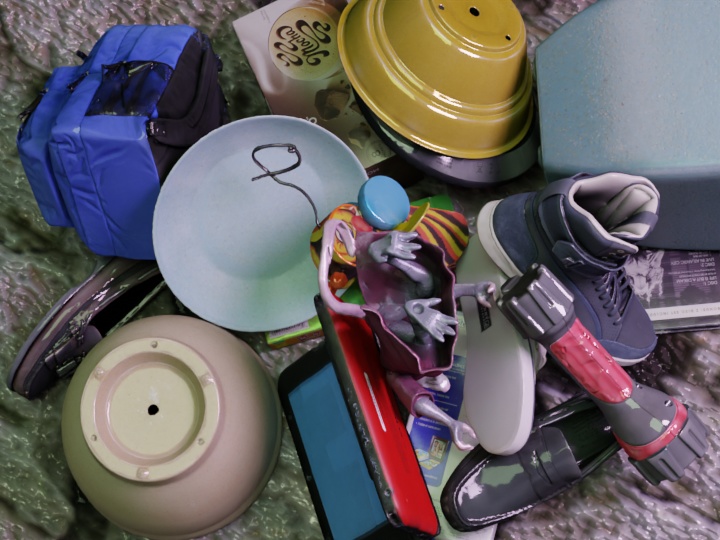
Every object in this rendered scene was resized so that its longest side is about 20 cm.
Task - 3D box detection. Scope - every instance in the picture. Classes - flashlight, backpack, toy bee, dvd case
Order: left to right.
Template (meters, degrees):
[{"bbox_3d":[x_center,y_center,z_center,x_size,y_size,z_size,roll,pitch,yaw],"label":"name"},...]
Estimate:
[{"bbox_3d":[-0.212,-0.136,1.289,0.166,0.164,0.201,8,45,11],"label":"backpack"},{"bbox_3d":[-0.002,-0.019,1.189,0.197,0.131,0.110,7,61,-6],"label":"toy bee"},{"bbox_3d":[0.194,0.082,1.125,0.068,0.068,0.200,-36,103,31],"label":"flashlight"},{"bbox_3d":[0.250,-0.039,1.283,0.147,0.016,0.203,-6,70,5],"label":"dvd case"}]

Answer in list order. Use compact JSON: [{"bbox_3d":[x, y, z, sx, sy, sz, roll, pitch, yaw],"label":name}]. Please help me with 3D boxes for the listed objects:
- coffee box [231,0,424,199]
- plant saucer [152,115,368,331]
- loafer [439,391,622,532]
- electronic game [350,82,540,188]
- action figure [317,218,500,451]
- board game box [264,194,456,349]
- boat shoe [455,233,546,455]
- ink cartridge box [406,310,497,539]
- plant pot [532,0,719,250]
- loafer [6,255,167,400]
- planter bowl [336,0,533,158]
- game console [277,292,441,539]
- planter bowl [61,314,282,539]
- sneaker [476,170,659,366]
[{"bbox_3d":[-0.030,-0.161,1.331,0.112,0.080,0.202,-24,70,0],"label":"coffee box"},{"bbox_3d":[-0.087,-0.045,1.238,0.199,0.202,0.039,-28,27,-2],"label":"plant saucer"},{"bbox_3d":[0.155,0.154,1.176,0.199,0.070,0.069,-29,92,-19],"label":"loafer"},{"bbox_3d":[0.082,-0.160,1.290,0.198,0.042,0.202,15,51,-19],"label":"electronic game"},{"bbox_3d":[0.035,0.060,1.134,0.147,0.200,0.136,10,68,5],"label":"action figure"},{"bbox_3d":[0.000,0.000,1.301,0.198,0.030,0.097,-17,71,6],"label":"board game box"},{"bbox_3d":[0.126,0.065,1.195,0.072,0.065,0.202,-37,47,37],"label":"boat shoe"},{"bbox_3d":[0.091,0.140,1.235,0.098,0.039,0.202,14,75,12],"label":"ink cartridge box"},{"bbox_3d":[0.253,-0.130,1.209,0.197,0.196,0.199,-5,70,11],"label":"plant pot"},{"bbox_3d":[-0.245,0.045,1.302,0.063,0.072,0.201,35,77,13],"label":"loafer"},{"bbox_3d":[0.085,-0.205,1.240,0.198,0.084,0.202,15,51,-19],"label":"planter bowl"},{"bbox_3d":[-0.022,0.143,1.170,0.118,0.172,0.202,-24,70,11],"label":"game console"},{"bbox_3d":[-0.172,0.128,1.213,0.197,0.135,0.203,-1,77,3],"label":"planter bowl"},{"bbox_3d":[0.209,0.000,1.153,0.202,0.146,0.077,39,56,-21],"label":"sneaker"}]
